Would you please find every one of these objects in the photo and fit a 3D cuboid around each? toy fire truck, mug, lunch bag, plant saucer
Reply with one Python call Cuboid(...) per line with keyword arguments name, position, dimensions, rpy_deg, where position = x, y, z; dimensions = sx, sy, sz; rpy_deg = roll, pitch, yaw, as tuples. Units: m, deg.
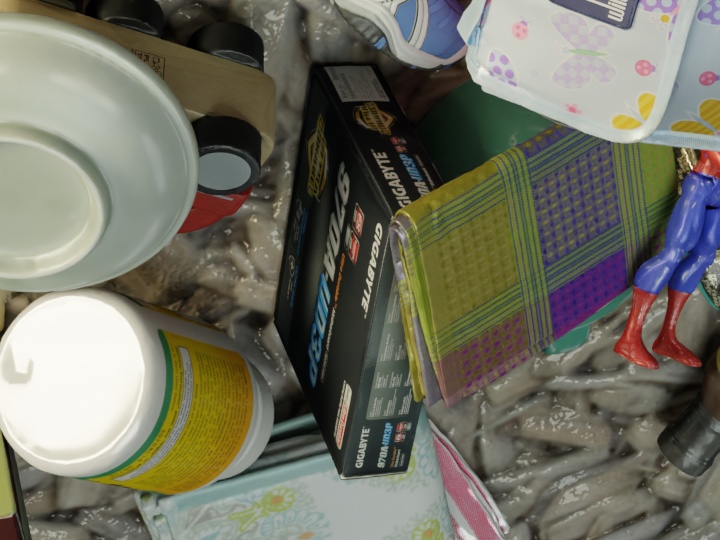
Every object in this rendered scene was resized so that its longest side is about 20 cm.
Cuboid(name="toy fire truck", position=(-0.163, -0.055, 1.544), dimensions=(0.176, 0.129, 0.200), rpy_deg=(16, 142, -21))
Cuboid(name="mug", position=(0.121, -0.027, 1.639), dimensions=(0.152, 0.114, 0.185), rpy_deg=(-42, 127, 18))
Cuboid(name="lunch bag", position=(0.163, -0.153, 1.338), dimensions=(0.200, 0.127, 0.170), rpy_deg=(8, 122, -16))
Cuboid(name="plant saucer", position=(-0.189, -0.049, 1.444), dimensions=(0.200, 0.050, 0.200), rpy_deg=(1, 133, 1))

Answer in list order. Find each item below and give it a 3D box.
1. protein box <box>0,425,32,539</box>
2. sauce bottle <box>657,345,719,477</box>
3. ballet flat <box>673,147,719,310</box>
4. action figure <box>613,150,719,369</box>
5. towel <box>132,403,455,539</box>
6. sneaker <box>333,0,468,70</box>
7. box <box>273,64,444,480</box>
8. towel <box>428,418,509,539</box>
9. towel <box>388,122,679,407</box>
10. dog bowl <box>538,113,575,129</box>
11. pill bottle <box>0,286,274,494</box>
Cuboid(name="protein box", position=(-0.303, 0.148, 1.594), dimensions=(0.198, 0.200, 0.135), rpy_deg=(-13, 130, -7))
Cuboid(name="sauce bottle", position=(0.278, 0.059, 1.790), dimensions=(0.065, 0.065, 0.200), rpy_deg=(22, 117, -31))
Cuboid(name="ballet flat", position=(0.214, -0.073, 1.596), dimensions=(0.075, 0.200, 0.068), rpy_deg=(-19, 180, 42))
Cuboid(name="action figure", position=(0.220, -0.033, 1.529), dimensions=(0.065, 0.099, 0.200), rpy_deg=(-2, 109, -47))
Cuboid(name="towel", position=(-0.040, 0.173, 1.769), dimensions=(0.200, 0.048, 0.171), rpy_deg=(-15, 131, -3))
Cuboid(name="sneaker", position=(0.010, -0.185, 1.503), dimensions=(0.077, 0.076, 0.200), rpy_deg=(-39, 132, 15))
Cuboid(name="box", position=(0.000, 0.000, 1.594), dimensions=(0.046, 0.159, 0.200), rpy_deg=(-4, 129, -19))
Cuboid(name="towel", position=(-0.012, 0.184, 1.826), dimensions=(0.200, 0.030, 0.146), rpy_deg=(-31, 129, 9))
Cuboid(name="towel", position=(0.101, -0.019, 1.515), dimensions=(0.200, 0.023, 0.144), rpy_deg=(-32, 131, -23))
Cuboid(name="dog bowl", position=(0.153, -0.172, 1.437), dimensions=(0.200, 0.059, 0.200), rpy_deg=(-9, 128, -11))
Cuboid(name="pill bottle", position=(-0.130, 0.078, 1.610), dimensions=(0.113, 0.113, 0.200), rpy_deg=(-36, 160, 13))
